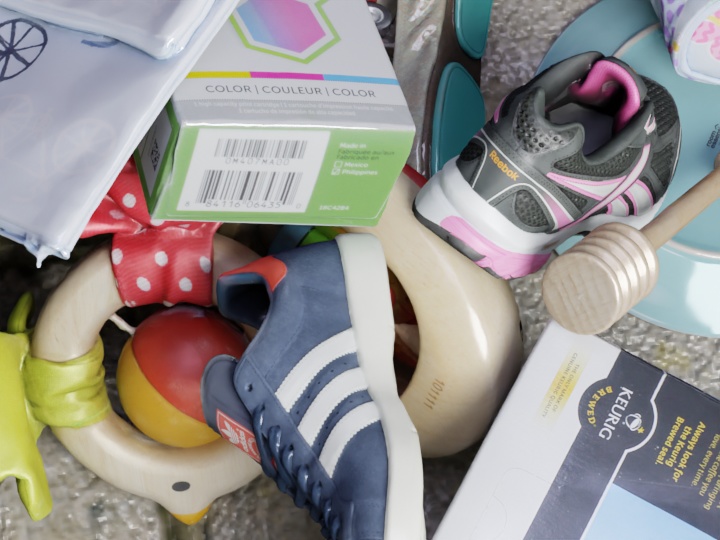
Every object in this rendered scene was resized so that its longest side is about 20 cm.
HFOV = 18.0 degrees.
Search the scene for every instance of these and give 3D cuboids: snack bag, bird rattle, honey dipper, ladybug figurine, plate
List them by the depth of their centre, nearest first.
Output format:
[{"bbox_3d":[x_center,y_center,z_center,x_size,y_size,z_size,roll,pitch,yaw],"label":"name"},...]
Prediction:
[{"bbox_3d":[-0.139,-0.110,0.951,0.188,0.021,0.201,20,69,35],"label":"snack bag"},{"bbox_3d":[-0.094,0.026,1.030,0.163,0.113,0.200,37,98,-15],"label":"bird rattle"},{"bbox_3d":[0.141,-0.020,1.034,0.038,0.038,0.200,41,34,13],"label":"honey dipper"},{"bbox_3d":[0.000,0.000,1.054,0.200,0.136,0.072,41,42,21],"label":"ladybug figurine"},{"bbox_3d":[0.179,-0.064,1.137,0.198,0.026,0.202,1,67,-2],"label":"plate"}]

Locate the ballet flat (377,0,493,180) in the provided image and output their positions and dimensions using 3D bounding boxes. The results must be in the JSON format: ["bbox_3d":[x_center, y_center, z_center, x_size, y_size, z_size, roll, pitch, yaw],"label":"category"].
[{"bbox_3d":[0.031,-0.099,1.134,0.062,0.067,0.201,-5,61,27],"label":"ballet flat"}]

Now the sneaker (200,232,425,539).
[{"bbox_3d":[-0.020,0.072,0.926,0.084,0.075,0.201,-7,45,-4],"label":"sneaker"}]

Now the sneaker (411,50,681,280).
[{"bbox_3d":[0.107,-0.060,1.030,0.080,0.087,0.200,41,31,8],"label":"sneaker"}]

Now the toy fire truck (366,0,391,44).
[{"bbox_3d":[-0.064,-0.161,1.125,0.140,0.049,0.201,1,50,-10],"label":"toy fire truck"}]

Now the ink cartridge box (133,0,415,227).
[{"bbox_3d":[-0.056,-0.110,0.994,0.103,0.060,0.201,1,46,-22],"label":"ink cartridge box"}]

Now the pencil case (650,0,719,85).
[{"bbox_3d":[0.173,-0.189,1.138,0.090,0.083,0.201,-20,58,11],"label":"pencil case"}]

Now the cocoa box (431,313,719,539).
[{"bbox_3d":[0.090,0.150,0.988,0.131,0.134,0.201,27,69,8],"label":"cocoa box"}]
